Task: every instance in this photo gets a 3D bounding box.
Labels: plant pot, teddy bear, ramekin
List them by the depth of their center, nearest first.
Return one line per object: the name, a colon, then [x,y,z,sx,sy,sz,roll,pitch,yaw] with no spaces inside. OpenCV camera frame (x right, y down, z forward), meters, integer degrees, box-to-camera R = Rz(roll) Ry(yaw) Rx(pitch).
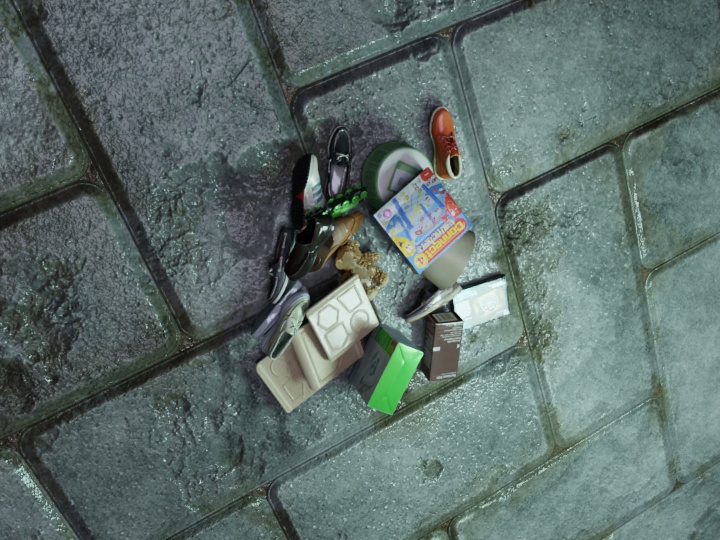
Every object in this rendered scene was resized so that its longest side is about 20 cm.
ramekin: [0.107,-0.252,1.550,0.196,0.098,0.205,-5,106,-18]
plant pot: [0.195,-0.076,1.601,0.197,0.187,0.190,29,94,-10]
teddy bear: [0.000,0.000,1.608,0.197,0.067,0.147,24,105,-30]

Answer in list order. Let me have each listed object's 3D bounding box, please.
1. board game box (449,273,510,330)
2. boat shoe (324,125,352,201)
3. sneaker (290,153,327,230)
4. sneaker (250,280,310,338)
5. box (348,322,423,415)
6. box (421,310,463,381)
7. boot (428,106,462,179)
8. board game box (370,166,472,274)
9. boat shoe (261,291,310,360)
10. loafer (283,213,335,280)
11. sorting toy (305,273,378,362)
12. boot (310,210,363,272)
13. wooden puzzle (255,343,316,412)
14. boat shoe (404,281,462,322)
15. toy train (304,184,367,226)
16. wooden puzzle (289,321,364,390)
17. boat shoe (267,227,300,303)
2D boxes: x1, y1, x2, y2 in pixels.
board game box: [0.378,0.103,1.779,0.196,0.028,0.138,-16,109,-14]
boat shoe: [-0.056,-0.283,1.506,0.072,0.060,0.204,9,101,-21]
sneaker: [-0.131,-0.208,1.507,0.092,0.069,0.205,1,96,-47]
sneaker: [-0.217,0.118,1.550,0.200,0.073,0.071,-47,111,-2]
box: [0.072,0.281,1.639,0.095,0.176,0.203,25,96,-24]
box: [0.251,0.234,1.734,0.098,0.075,0.204,-5,114,-17]
boot: [0.245,-0.355,1.569,0.073,0.107,0.205,-12,106,-14]
board game box: [0.161,-0.131,1.486,0.199,0.056,0.197,-41,95,-5]
boat shoe: [-0.191,0.151,1.510,0.071,0.062,0.202,26,101,-45]
loafer: [-0.144,-0.064,1.421,0.071,0.073,0.202,13,117,-48]
sorting toy: [-0.051,0.132,1.575,0.184,0.036,0.203,-36,124,-19]
boot: [-0.076,-0.079,1.539,0.074,0.199,0.154,51,45,-1]
wooden puzzle: [-0.182,0.281,1.625,0.199,0.046,0.187,-37,113,-12]
boat shoe: [0.211,0.087,1.698,0.198,0.072,0.066,-32,88,4]
toy train: [-0.063,-0.164,1.482,0.198,0.042,0.057,-30,150,-22]
wooden puzzle: [-0.096,0.214,1.614,0.198,0.037,0.188,-30,109,-29]
boat shoe: [-0.217,-0.014,1.506,0.059,0.074,0.204,19,96,-26]
